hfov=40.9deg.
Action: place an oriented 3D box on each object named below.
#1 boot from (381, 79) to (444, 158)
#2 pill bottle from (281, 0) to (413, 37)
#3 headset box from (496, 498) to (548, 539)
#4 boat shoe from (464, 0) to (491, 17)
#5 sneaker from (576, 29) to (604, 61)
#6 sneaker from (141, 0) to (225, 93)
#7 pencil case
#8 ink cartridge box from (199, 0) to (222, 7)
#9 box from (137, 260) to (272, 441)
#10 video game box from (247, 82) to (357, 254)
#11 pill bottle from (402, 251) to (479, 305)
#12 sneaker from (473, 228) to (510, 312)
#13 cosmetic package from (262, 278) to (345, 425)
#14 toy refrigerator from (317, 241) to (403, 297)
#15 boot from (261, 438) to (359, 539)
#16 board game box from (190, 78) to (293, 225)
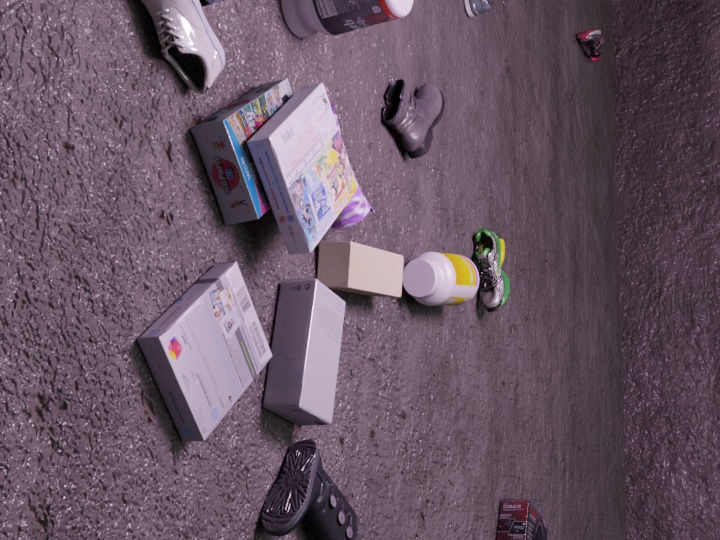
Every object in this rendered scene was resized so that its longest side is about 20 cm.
[{"bbox_3d":[0.107,-0.338,1.943,0.132,0.069,0.202,51,37,-38],"label":"boot"},{"bbox_3d":[-0.022,-0.449,1.571,0.115,0.197,0.118,22,65,-58],"label":"pill bottle"},{"bbox_3d":[0.372,0.631,2.232,0.149,0.074,0.203,51,42,-45],"label":"headset box"},{"bbox_3d":[0.289,-0.724,2.372,0.073,0.061,0.204,18,69,-60],"label":"boat shoe"},{"bbox_3d":[0.806,-0.786,3.358,0.199,0.079,0.076,4,82,-62],"label":"sneaker"},{"bbox_3d":[-0.239,-0.318,1.265,0.201,0.072,0.072,54,37,-44],"label":"sneaker"},{"bbox_3d":[-0.048,-0.167,1.585,0.085,0.083,0.202,-33,120,-25],"label":"pencil case"},{"bbox_3d":[-0.201,-0.462,1.258,0.202,0.173,0.085,62,35,-34],"label":"ink cartridge box"},{"bbox_3d":[-0.200,0.104,1.286,0.200,0.041,0.158,-54,130,-54],"label":"box"},{"bbox_3d":[-0.080,-0.154,1.433,0.201,0.046,0.184,-56,132,-51],"label":"video game box"},{"bbox_3d":[0.156,0.017,1.918,0.199,0.103,0.106,4,80,-62],"label":"pill bottle"},{"bbox_3d":[0.290,-0.001,2.226,0.085,0.077,0.203,27,52,-50],"label":"sneaker"},{"bbox_3d":[-0.084,0.125,1.473,0.102,0.073,0.203,41,51,-52],"label":"cosmetic package"},{"bbox_3d":[0.000,0.000,1.664,0.199,0.069,0.077,11,81,-61],"label":"toy refrigerator"},{"bbox_3d":[-0.068,0.385,1.464,0.166,0.065,0.202,-63,142,-44],"label":"boot"},{"bbox_3d":[-0.151,-0.177,1.415,0.200,0.063,0.150,-50,127,-53],"label":"board game box"}]
